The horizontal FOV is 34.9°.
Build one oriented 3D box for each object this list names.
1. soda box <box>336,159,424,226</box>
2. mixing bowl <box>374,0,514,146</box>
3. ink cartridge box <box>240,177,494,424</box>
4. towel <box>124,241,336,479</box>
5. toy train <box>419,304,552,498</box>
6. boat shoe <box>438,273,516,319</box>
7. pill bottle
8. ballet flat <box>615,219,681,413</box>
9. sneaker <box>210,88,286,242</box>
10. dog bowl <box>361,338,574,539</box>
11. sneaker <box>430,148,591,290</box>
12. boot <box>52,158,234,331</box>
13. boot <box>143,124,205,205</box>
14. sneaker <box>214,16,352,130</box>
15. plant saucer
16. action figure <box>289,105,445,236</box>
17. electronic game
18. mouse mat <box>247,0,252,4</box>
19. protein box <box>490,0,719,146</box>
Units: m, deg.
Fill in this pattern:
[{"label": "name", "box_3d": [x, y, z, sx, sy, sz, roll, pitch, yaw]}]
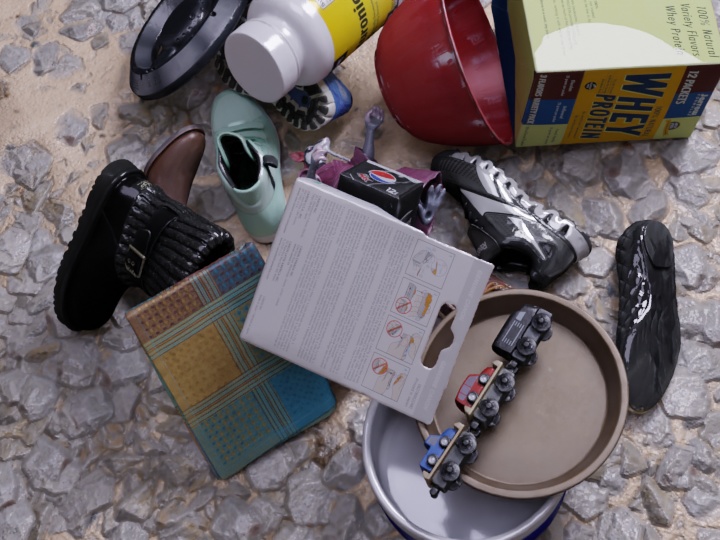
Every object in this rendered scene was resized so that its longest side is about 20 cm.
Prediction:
[{"label": "soda box", "box_3d": [0.000, 0.000, 1.131, 0.070, 0.203, 0.063, 23, 27, 19]}, {"label": "mixing bowl", "box_3d": [0.083, -0.216, 1.238, 0.107, 0.200, 0.203, -17, 61, 23]}, {"label": "ink cartridge box", "box_3d": [0.005, 0.026, 1.056, 0.197, 0.050, 0.163, 23, 100, 6]}, {"label": "towel", "box_3d": [-0.122, 0.090, 1.120, 0.145, 0.202, 0.022, -29, 22, -6]}, {"label": "toy train", "box_3d": [0.109, 0.113, 1.025, 0.045, 0.034, 0.201, 27, 70, 23]}, {"label": "boat shoe", "box_3d": [0.140, 0.040, 1.154, 0.199, 0.072, 0.072, 40, 75, 23]}, {"label": "pill bottle", "box_3d": [-0.051, -0.267, 1.215, 0.110, 0.112, 0.200, 31, 57, 21]}, {"label": "ballet flat", "box_3d": [0.284, 0.046, 1.153, 0.065, 0.057, 0.203, 15, 69, -16]}, {"label": "sneaker", "box_3d": [-0.128, -0.144, 1.256, 0.073, 0.119, 0.203, -19, 61, 0]}, {"label": "dog bowl", "box_3d": [0.103, 0.172, 1.092, 0.196, 0.079, 0.203, -3, 64, 7]}, {"label": "sneaker", "box_3d": [0.139, -0.051, 1.202, 0.199, 0.067, 0.091, 38, 72, 20]}, {"label": "boot", "box_3d": [-0.224, 0.011, 1.167, 0.157, 0.213, 0.079, 36, 32, 18]}, {"label": "boot", "box_3d": [-0.164, -0.024, 1.204, 0.200, 0.064, 0.188, 45, 116, 28]}, {"label": "sneaker", "box_3d": [-0.089, -0.228, 1.317, 0.199, 0.089, 0.079, 40, 119, 22]}, {"label": "plant saucer", "box_3d": [0.146, 0.114, 1.054, 0.196, 0.030, 0.203, -4, 63, 7]}, {"label": "action figure", "box_3d": [0.001, -0.082, 1.238, 0.133, 0.151, 0.199, -26, 39, -36]}, {"label": "electronic game", "box_3d": [-0.198, -0.282, 1.329, 0.198, 0.041, 0.202, -30, 40, 29]}, {"label": "mouse mat", "box_3d": [-0.081, -0.353, 1.329, 0.161, 0.200, 0.008, -44, 103, -13]}, {"label": "protein box", "box_3d": [0.258, -0.256, 1.231, 0.196, 0.135, 0.202, -3, 63, -4]}]
